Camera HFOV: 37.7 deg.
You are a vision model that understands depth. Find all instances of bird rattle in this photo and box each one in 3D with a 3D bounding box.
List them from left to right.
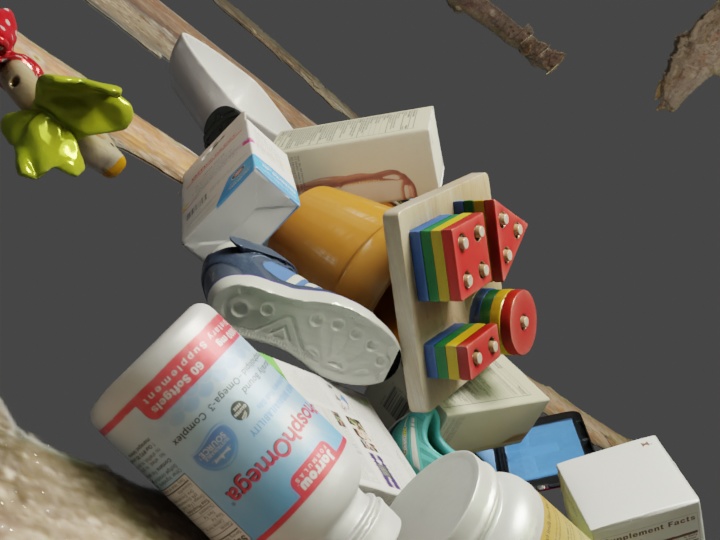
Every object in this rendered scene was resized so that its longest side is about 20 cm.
[{"bbox_3d":[-0.295,-0.152,0.972,0.200,0.113,0.163,37,-4,27],"label":"bird rattle"}]

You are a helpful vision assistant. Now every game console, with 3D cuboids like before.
[{"bbox_3d":[0.182,0.190,1.291,0.172,0.119,0.200,44,12,-7],"label":"game console"}]

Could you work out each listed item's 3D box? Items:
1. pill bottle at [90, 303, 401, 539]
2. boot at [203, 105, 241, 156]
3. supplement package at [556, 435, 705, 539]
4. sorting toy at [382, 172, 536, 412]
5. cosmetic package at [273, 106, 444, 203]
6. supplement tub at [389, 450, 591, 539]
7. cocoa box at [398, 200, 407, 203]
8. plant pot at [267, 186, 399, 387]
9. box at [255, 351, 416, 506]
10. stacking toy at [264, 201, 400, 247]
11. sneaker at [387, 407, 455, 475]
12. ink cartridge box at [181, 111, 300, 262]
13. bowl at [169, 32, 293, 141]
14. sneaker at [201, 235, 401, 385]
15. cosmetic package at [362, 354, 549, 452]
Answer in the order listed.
[{"bbox_3d":[-0.071,0.125,0.693,0.200,0.109,0.109,44,12,-4],"label":"pill bottle"},{"bbox_3d":[-0.116,-0.122,1.426,0.198,0.073,0.162,58,18,20],"label":"boot"},{"bbox_3d":[0.294,0.299,1.124,0.117,0.117,0.200,-107,-179,-64],"label":"supplement package"},{"bbox_3d":[0.113,0.016,1.063,0.199,0.070,0.200,-27,112,-54],"label":"sorting toy"},{"bbox_3d":[-0.004,-0.132,1.289,0.103,0.200,0.087,-70,150,-65],"label":"cosmetic package"},{"bbox_3d":[0.117,0.250,0.827,0.200,0.144,0.144,43,13,-13],"label":"supplement tub"},{"bbox_3d":[0.066,-0.053,1.660,0.200,0.131,0.133,40,14,-24],"label":"cocoa box"},{"bbox_3d":[0.000,0.000,1.187,0.183,0.200,0.200,35,6,30],"label":"plant pot"},{"bbox_3d":[-0.027,0.150,0.937,0.200,0.036,0.144,32,18,-51],"label":"box"},{"bbox_3d":[-0.040,-0.036,1.339,0.200,0.146,0.146,11,33,-42],"label":"stacking toy"},{"bbox_3d":[0.093,0.217,1.004,0.200,0.080,0.077,52,14,25],"label":"sneaker"},{"bbox_3d":[-0.135,-0.088,1.154,0.068,0.115,0.200,40,14,-24],"label":"ink cartridge box"},{"bbox_3d":[-0.192,-0.239,1.550,0.200,0.075,0.200,53,14,32],"label":"bowl"},{"bbox_3d":[-0.060,0.030,1.035,0.200,0.081,0.146,21,18,-16],"label":"sneaker"},{"bbox_3d":[0.106,0.143,1.160,0.200,0.071,0.105,3,34,-48],"label":"cosmetic package"}]
